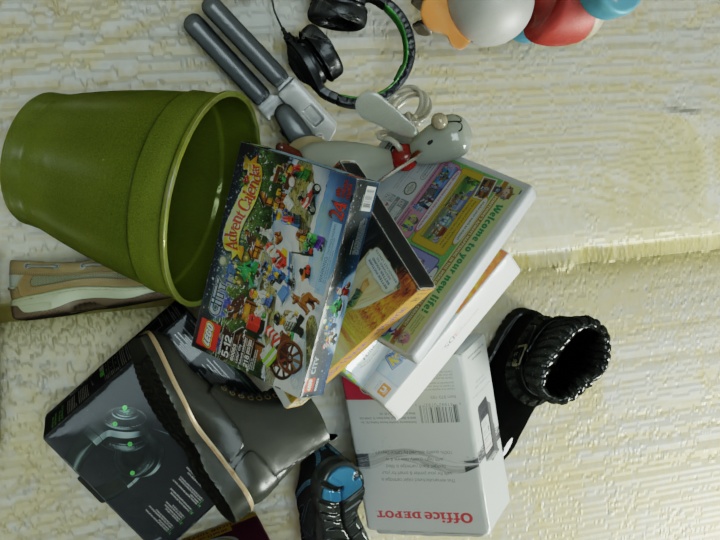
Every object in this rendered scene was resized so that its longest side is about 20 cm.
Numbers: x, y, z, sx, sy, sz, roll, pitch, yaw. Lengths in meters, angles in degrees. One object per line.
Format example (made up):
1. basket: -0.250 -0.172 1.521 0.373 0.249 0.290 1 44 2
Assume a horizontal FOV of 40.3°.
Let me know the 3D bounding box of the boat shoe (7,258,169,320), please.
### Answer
1. boat shoe: -0.256 0.000 0.997 0.199 0.072 0.077 -8 86 -16

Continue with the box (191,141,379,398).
1. box: -0.072 -0.003 0.888 0.038 0.136 0.201 1 106 -57

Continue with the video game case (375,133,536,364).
1. video game case: 0.043 -0.031 0.951 0.200 0.182 0.022 -53 143 -12

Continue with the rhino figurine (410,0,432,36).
1. rhino figurine: 0.024 -0.347 1.043 0.200 0.060 0.088 38 65 -16

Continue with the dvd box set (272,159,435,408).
1. dvd box set: -0.038 0.016 0.917 0.029 0.200 0.147 -5 58 -52

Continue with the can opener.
1. can opener: -0.099 -0.198 1.022 0.053 0.066 0.200 -42 107 5

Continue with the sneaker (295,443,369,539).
1. sneaker: -0.034 0.279 1.093 0.073 0.082 0.201 -8 117 -25

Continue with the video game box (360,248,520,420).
1. video game box: 0.036 0.026 1.030 0.200 0.182 0.047 -50 144 -6

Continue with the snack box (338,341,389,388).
1. snack box: 0.000 0.000 1.002 0.200 0.142 0.053 -54 141 -10

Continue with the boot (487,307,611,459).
1. boot: 0.185 0.140 1.092 0.079 0.158 0.212 21 89 -20

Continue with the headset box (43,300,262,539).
1. headset box: -0.203 0.164 1.013 0.200 0.093 0.174 -43 106 -8

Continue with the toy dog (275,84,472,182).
1. toy dog: -0.002 -0.119 0.950 0.200 0.132 0.096 -36 144 2

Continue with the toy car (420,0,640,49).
1. toy car: 0.147 -0.305 1.010 0.199 0.184 0.178 -21 102 -21

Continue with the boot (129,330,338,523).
1. boot: -0.123 0.122 0.958 0.138 0.077 0.201 -33 103 -27

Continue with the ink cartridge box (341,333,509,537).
1. ink cartridge box: 0.071 0.178 1.068 0.145 0.083 0.201 -5 101 26

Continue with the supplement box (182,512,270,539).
1. supplement box: -0.136 0.344 0.997 0.130 0.200 0.104 -18 101 -15

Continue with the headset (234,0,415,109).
1. headset: -0.037 -0.251 1.018 0.199 0.094 0.124 27 88 -4

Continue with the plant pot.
1. plant pot: -0.222 -0.086 0.921 0.192 0.200 0.201 13 92 13

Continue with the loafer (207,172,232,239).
1. loafer: -0.121 -0.013 1.029 0.070 0.068 0.202 -2 93 1
